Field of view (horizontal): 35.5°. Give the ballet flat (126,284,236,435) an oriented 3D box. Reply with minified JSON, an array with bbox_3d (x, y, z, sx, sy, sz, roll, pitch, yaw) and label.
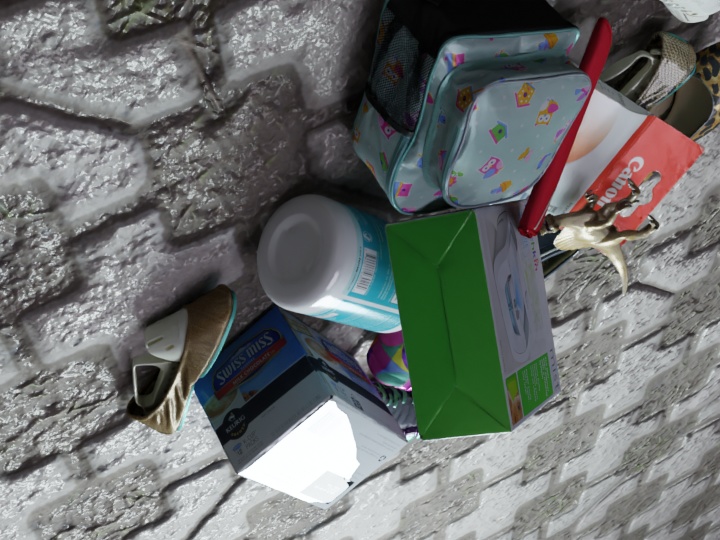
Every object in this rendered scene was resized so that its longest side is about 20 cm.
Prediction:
[{"bbox_3d":[-0.187,0.088,1.114,0.072,0.068,0.201,11,132,-23],"label":"ballet flat"}]

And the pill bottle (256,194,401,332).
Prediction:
[{"bbox_3d":[0.000,0.000,1.106,0.111,0.111,0.199,-47,145,19],"label":"pill bottle"}]

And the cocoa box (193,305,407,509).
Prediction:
[{"bbox_3d":[-0.064,0.154,1.225,0.133,0.132,0.200,-39,146,8],"label":"cocoa box"}]

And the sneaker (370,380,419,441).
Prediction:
[{"bbox_3d":[0.040,0.166,1.388,0.198,0.075,0.088,-19,139,-21],"label":"sneaker"}]

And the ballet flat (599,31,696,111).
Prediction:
[{"bbox_3d":[0.260,-0.168,1.169,0.075,0.068,0.200,25,118,-30],"label":"ballet flat"}]

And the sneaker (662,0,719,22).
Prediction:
[{"bbox_3d":[0.304,-0.267,1.065,0.198,0.073,0.085,-14,139,-30],"label":"sneaker"}]

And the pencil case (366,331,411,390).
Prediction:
[{"bbox_3d":[0.085,0.051,1.271,0.088,0.089,0.201,2,134,-42],"label":"pencil case"}]

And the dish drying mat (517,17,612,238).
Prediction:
[{"bbox_3d":[0.189,-0.127,1.033,0.077,0.018,0.202,18,94,-76],"label":"dish drying mat"}]

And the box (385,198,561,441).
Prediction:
[{"bbox_3d":[0.111,0.041,1.072,0.096,0.202,0.176,-9,-178,27],"label":"box"}]

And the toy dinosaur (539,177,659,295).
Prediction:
[{"bbox_3d":[0.252,-0.043,1.165,0.101,0.059,0.199,-33,144,28],"label":"toy dinosaur"}]

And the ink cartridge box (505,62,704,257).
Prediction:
[{"bbox_3d":[0.229,-0.103,1.145,0.199,0.050,0.163,29,119,-14],"label":"ink cartridge box"}]

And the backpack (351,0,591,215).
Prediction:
[{"bbox_3d":[0.090,-0.139,0.978,0.175,0.154,0.201,-15,149,-35],"label":"backpack"}]

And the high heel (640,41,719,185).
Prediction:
[{"bbox_3d":[0.326,-0.158,1.199,0.142,0.071,0.201,-30,159,-40],"label":"high heel"}]

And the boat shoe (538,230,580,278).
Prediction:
[{"bbox_3d":[0.173,0.017,1.321,0.200,0.062,0.075,-40,148,10],"label":"boat shoe"}]
